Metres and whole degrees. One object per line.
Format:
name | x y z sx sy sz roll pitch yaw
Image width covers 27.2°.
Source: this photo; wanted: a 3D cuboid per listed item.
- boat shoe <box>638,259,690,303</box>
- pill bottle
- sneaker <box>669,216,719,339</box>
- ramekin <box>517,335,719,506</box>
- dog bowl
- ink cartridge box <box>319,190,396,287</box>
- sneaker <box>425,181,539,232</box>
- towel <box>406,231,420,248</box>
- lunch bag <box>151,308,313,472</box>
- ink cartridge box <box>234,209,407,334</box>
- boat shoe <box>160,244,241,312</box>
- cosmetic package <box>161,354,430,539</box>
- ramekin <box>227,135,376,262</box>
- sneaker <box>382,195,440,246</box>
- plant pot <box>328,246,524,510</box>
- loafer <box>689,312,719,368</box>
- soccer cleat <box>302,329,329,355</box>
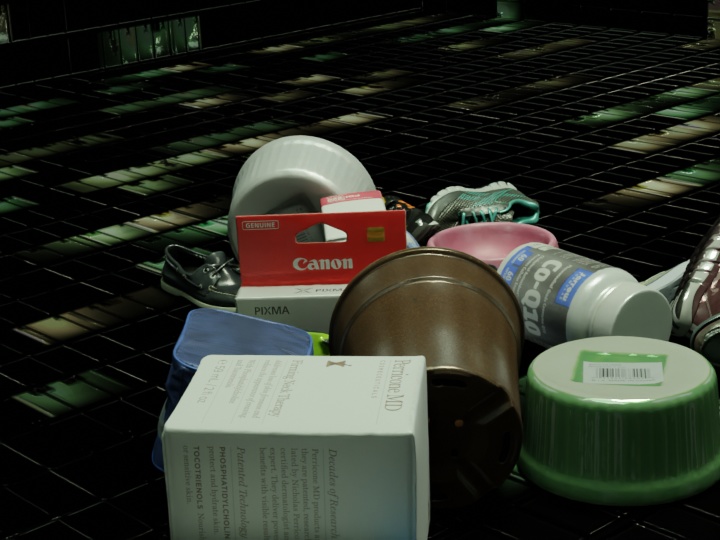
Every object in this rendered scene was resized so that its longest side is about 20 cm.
boat shoe | 0.363 0.028 1.781 0.199 0.072 0.062 -17 17 -34
pill bottle | 0.249 0.043 1.681 0.113 0.115 0.200 -14 20 -31
sneaker | 0.433 0.020 1.717 0.115 0.076 0.200 31 63 4
ramekin | 0.248 0.136 1.418 0.199 0.098 0.200 -3 18 1
dog bowl | 0.170 -0.006 1.910 0.199 0.074 0.200 -3 18 1
ink cartridge box | 0.000 0.000 1.801 0.084 0.147 0.200 -7 17 -3
sneaker | 0.178 -0.082 2.148 0.199 0.078 0.091 -18 27 -34
towel | 0.103 0.037 1.688 0.024 0.147 0.200 -32 25 -4
lunch bag | -0.123 0.135 1.440 0.135 0.133 0.200 13 17 -1
ink cartridge box | -0.042 0.025 1.683 0.199 0.177 0.045 -2 18 4
boat shoe | -0.193 0.005 1.947 0.074 0.067 0.199 -16 22 -36
cosmetic package | -0.046 0.175 1.241 0.199 0.167 0.167 0 18 6
ramekin | -0.080 -0.066 1.950 0.199 0.202 0.098 0 25 9
sneaker | 0.047 -0.063 1.999 0.070 0.090 0.200 -46 2 -3
plant pot | 0.069 0.108 1.408 0.199 0.201 0.199 -3 25 -1
loafer | 0.461 0.078 1.617 0.199 0.072 0.063 -4 24 -9
soccer cleat | -0.113 0.103 1.646 0.199 0.068 0.081 -9 6 -16
